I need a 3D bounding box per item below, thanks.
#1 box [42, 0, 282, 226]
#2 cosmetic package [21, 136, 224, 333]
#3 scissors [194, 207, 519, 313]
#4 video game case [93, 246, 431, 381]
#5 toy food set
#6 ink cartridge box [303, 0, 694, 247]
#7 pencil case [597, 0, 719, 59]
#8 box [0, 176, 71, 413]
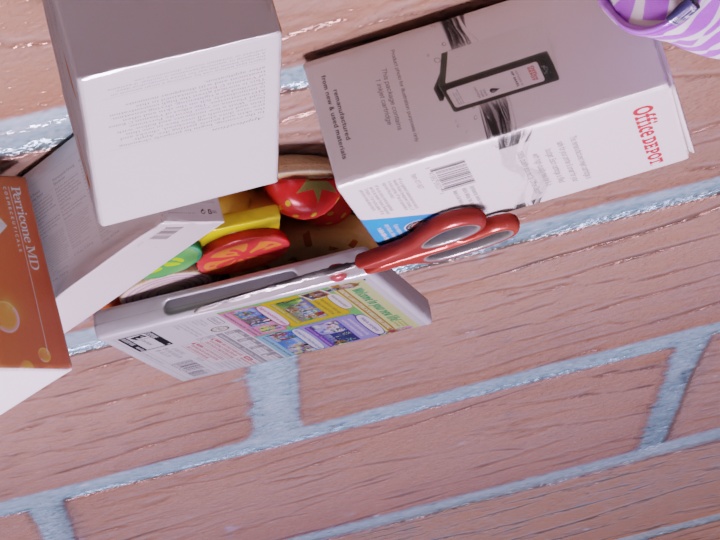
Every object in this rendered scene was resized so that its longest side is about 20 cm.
[{"bbox_3d":[-0.099,-0.119,1.433,0.097,0.125,0.200,-14,163,-7],"label":"box"},{"bbox_3d":[-0.163,-0.025,1.750,0.051,0.083,0.200,-3,159,-42],"label":"cosmetic package"},{"bbox_3d":[0.000,0.000,1.808,0.200,0.014,0.073,-21,166,21],"label":"scissors"},{"bbox_3d":[-0.060,0.030,1.948,0.182,0.022,0.200,-13,167,10],"label":"video game case"},{"bbox_3d":[-0.083,-0.017,1.898,0.198,0.049,0.200,-13,163,-8],"label":"toy food set"},{"bbox_3d":[0.084,-0.093,1.739,0.200,0.084,0.146,-17,163,6],"label":"ink cartridge box"},{"bbox_3d":[0.209,-0.160,1.656,0.086,0.084,0.200,-50,151,22],"label":"pencil case"},{"bbox_3d":[-0.279,0.016,1.675,0.200,0.125,0.097,3,155,-46],"label":"box"}]
